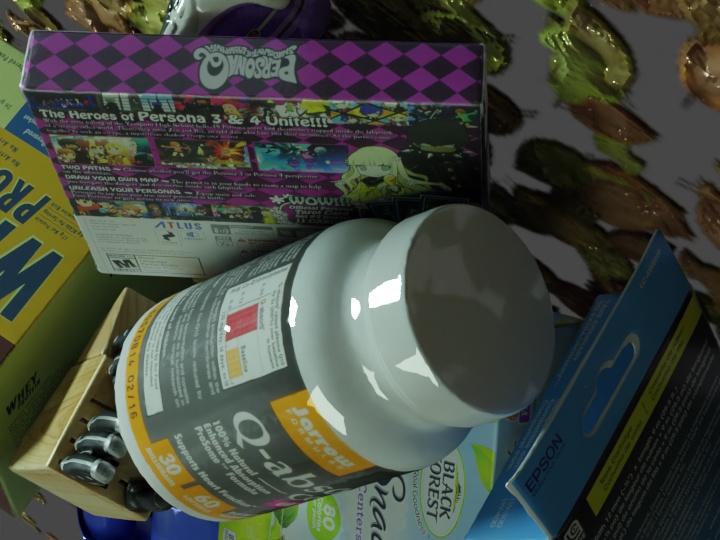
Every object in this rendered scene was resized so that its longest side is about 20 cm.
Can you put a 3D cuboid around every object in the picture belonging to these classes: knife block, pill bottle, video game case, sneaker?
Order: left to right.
[{"bbox_3d":[-0.139,0.102,1.087,0.064,0.176,0.200,31,121,-12],"label":"knife block"},{"bbox_3d":[-0.053,-0.084,0.949,0.083,0.081,0.200,23,163,0],"label":"sneaker"},{"bbox_3d":[-0.039,-0.046,0.921,0.198,0.036,0.182,2,155,6],"label":"video game case"},{"bbox_3d":[-0.014,0.043,0.925,0.199,0.117,0.116,-22,121,45],"label":"pill bottle"}]

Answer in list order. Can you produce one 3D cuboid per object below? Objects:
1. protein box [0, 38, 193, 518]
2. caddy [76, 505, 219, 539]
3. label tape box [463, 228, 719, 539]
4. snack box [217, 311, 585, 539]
[{"bbox_3d":[-0.217,0.009,1.233,0.134,0.199,0.200,31,159,12],"label":"protein box"},{"bbox_3d":[-0.092,0.116,1.282,0.141,0.200,0.105,30,142,25],"label":"caddy"},{"bbox_3d":[0.115,0.091,0.935,0.066,0.144,0.200,12,149,38],"label":"label tape box"},{"bbox_3d":[0.016,0.089,1.028,0.067,0.170,0.199,-5,-167,-44],"label":"snack box"}]
